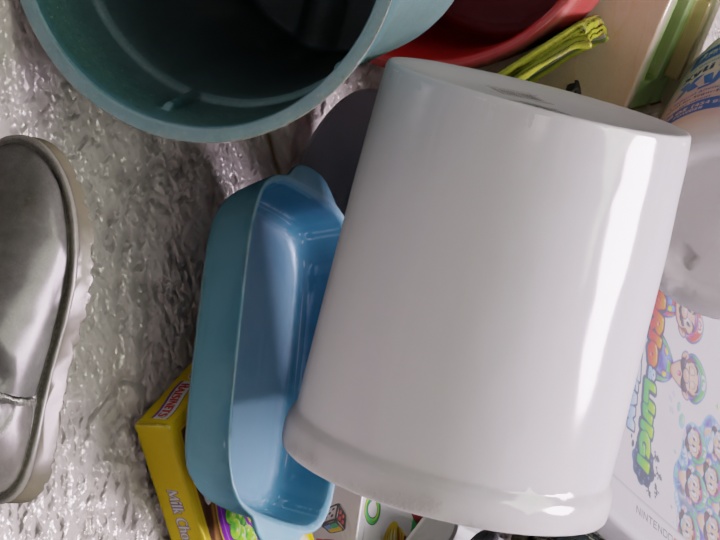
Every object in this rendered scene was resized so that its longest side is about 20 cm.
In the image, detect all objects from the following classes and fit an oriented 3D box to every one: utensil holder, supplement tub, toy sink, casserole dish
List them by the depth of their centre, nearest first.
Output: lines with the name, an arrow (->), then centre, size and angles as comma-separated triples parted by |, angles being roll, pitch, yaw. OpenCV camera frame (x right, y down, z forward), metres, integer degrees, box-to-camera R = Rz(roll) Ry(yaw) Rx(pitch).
utensil holder -> 0.065, 0.010, 1.183 | 0.170, 0.169, 0.201 | -5, 111, -61
casserole dish -> -0.049, 0.045, 1.242 | 0.121, 0.039, 0.201 | 29, 62, -59
supplement tub -> 0.240, -0.064, 1.452 | 0.200, 0.131, 0.133 | -55, 137, -61
toy sink -> 0.166, -0.171, 1.528 | 0.131, 0.112, 0.200 | -67, 167, 14

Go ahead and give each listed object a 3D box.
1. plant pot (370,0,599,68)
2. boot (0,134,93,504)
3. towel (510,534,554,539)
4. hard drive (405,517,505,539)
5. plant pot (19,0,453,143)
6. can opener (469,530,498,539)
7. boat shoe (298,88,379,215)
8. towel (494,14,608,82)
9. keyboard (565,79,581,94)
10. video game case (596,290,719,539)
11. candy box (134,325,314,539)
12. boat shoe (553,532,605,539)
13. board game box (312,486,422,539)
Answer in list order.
plant pot -> 0.065, -0.203, 1.355 | 0.177, 0.199, 0.202 | -1, 91, -72
boot -> -0.201, 0.021, 1.000 | 0.200, 0.072, 0.183 | 10, 80, -54
towel -> 0.155, 0.127, 1.541 | 0.192, 0.034, 0.201 | -37, 154, -53
hard drive -> 0.056, 0.220, 1.434 | 0.132, 0.026, 0.200 | -53, 147, 3
plant pot -> -0.040, -0.171, 1.167 | 0.196, 0.199, 0.201 | -21, 109, -68
can opener -> 0.027, 0.230, 1.342 | 0.201, 0.063, 0.079 | -59, -163, 13
boat shoe -> 0.000, 0.000, 1.354 | 0.066, 0.070, 0.201 | 26, 68, -67
towel -> 0.098, -0.114, 1.342 | 0.018, 0.086, 0.200 | 57, 11, -1
keyboard -> 0.132, -0.010, 1.430 | 0.200, 0.020, 0.128 | 73, 26, -56
video game case -> 0.187, 0.089, 1.451 | 0.182, 0.024, 0.201 | 41, 48, -45
candy box -> -0.063, 0.140, 1.282 | 0.102, 0.026, 0.201 | -53, 135, -52
boat shoe -> 0.165, 0.184, 1.514 | 0.062, 0.073, 0.200 | -55, 156, 0
board game box -> 0.023, 0.089, 1.426 | 0.126, 0.034, 0.201 | 30, 64, -58
